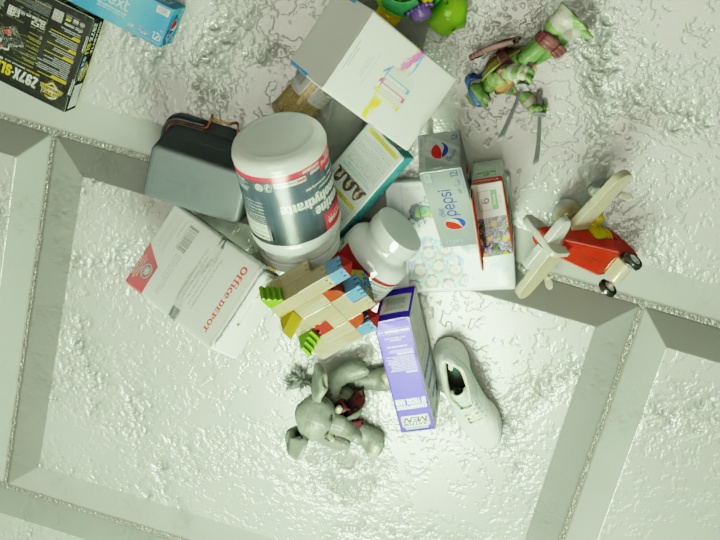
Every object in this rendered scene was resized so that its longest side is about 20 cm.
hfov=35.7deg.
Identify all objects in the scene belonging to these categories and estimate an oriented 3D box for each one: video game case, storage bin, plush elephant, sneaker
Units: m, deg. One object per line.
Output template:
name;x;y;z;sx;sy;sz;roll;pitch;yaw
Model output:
video game case;0.142;-0.056;1.757;0.196;0.024;0.186;-2;108;9
storage bin;-0.234;-0.157;1.725;0.196;0.135;0.148;17;110;2
plush elephant;-0.045;0.231;1.811;0.197;0.155;0.167;19;110;2
sneaker;0.170;0.211;1.813;0.070;0.080;0.202;-25;104;14

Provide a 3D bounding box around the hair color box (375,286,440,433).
hair color box;0.076;0.142;1.778;0.064;0.110;0.203;-10;112;13

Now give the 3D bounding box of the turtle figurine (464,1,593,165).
turtle figurine;0.259;-0.271;1.607;0.194;0.201;0.143;-44;132;15

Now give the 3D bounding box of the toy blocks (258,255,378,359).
toy blocks;-0.041;0.045;1.647;0.135;0.101;0.200;-29;136;13

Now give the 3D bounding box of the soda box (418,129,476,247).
soda box;0.131;-0.116;1.632;0.062;0.069;0.201;-7;149;11

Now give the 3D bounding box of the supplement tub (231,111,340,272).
supplement tub;-0.103;-0.113;1.630;0.137;0.142;0.202;-3;130;10

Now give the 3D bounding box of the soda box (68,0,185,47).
soda box;-0.371;-0.415;1.695;0.198;0.068;0.065;28;110;-1

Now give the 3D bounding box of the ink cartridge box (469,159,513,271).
ink cartridge box;0.192;-0.083;1.620;0.049;0.200;0.111;-8;107;10

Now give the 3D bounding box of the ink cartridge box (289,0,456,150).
ink cartridge box;0.026;-0.276;1.587;0.199;0.129;0.126;31;99;-36

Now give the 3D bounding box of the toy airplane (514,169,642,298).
toy airplane;0.314;-0.053;1.670;0.197;0.143;0.201;-18;138;0

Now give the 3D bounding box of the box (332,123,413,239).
box;-0.013;-0.129;1.732;0.082;0.049;0.200;47;110;13

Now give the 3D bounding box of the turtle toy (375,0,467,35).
turtle toy;0.085;-0.409;1.585;0.100;0.200;0.147;30;86;37

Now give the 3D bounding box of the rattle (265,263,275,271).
rattle;-0.227;-0.011;1.809;0.198;0.129;0.145;22;101;29

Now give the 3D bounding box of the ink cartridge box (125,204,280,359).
ink cartridge box;-0.234;0.017;1.693;0.199;0.085;0.147;34;89;28

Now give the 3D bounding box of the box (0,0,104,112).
box;-0.517;-0.365;1.746;0.197;0.049;0.162;25;113;0

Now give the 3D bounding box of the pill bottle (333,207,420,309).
pill bottle;0.000;0.000;1.737;0.112;0.113;0.200;41;118;-6

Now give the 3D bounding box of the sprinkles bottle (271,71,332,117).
sprinkles bottle;-0.050;-0.301;1.682;0.068;0.068;0.200;41;110;-6
